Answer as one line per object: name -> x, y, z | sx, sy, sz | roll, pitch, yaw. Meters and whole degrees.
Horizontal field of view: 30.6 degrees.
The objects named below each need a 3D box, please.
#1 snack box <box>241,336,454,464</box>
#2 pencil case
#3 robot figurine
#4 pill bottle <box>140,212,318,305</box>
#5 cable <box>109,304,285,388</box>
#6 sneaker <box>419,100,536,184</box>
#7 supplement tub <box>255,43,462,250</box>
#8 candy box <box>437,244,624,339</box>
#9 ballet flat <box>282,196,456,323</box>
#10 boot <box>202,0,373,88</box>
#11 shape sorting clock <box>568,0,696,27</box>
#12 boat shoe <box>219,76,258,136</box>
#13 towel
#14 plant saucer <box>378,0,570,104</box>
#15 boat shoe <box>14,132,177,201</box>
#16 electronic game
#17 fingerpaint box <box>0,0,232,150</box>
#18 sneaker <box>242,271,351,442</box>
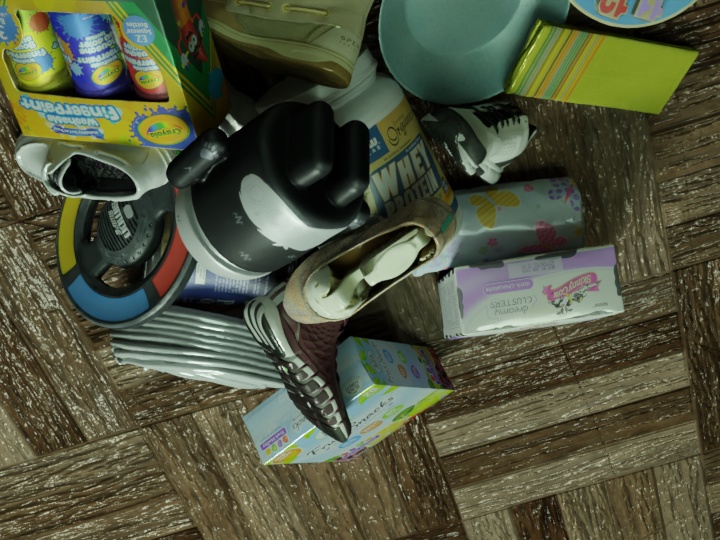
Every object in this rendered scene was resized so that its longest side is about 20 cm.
snack box -> -0.011, 0.151, 1.493 | 0.168, 0.068, 0.199 | -38, 156, 21
pencil case -> 0.140, -0.046, 1.402 | 0.198, 0.084, 0.091 | -9, 146, -1
robot figurine -> -0.077, -0.072, 1.155 | 0.199, 0.125, 0.151 | -29, 100, 41
pill bottle -> -0.126, -0.020, 1.364 | 0.198, 0.112, 0.113 | 4, 129, -11
cable -> -0.167, 0.081, 1.398 | 0.198, 0.070, 0.200 | 12, 172, -6
sneaker -> 0.118, -0.139, 1.286 | 0.080, 0.074, 0.200 | -42, 169, 13
supplement tub -> -0.002, -0.100, 1.270 | 0.144, 0.145, 0.201 | -25, 109, 12
candy box -> 0.175, 0.026, 1.397 | 0.166, 0.200, 0.072 | -8, 86, -2
ballet flat -> 0.000, 0.000, 1.197 | 0.199, 0.067, 0.068 | -36, 108, 26
boot -> -0.064, -0.261, 1.191 | 0.073, 0.199, 0.157 | 31, 82, -57
shape sorting clock -> 0.260, -0.321, 1.199 | 0.198, 0.039, 0.202 | -7, 119, -13
boat shoe -> -0.154, -0.168, 1.266 | 0.060, 0.074, 0.200 | -27, 130, 21
towel -> 0.239, -0.200, 1.305 | 0.198, 0.018, 0.086 | 3, 136, -29
plant saucer -> 0.103, -0.253, 1.237 | 0.199, 0.039, 0.203 | -13, 129, -16
boat shoe -> -0.265, -0.098, 1.250 | 0.198, 0.069, 0.073 | 13, 129, 29
electronic game -> -0.226, -0.043, 1.282 | 0.200, 0.201, 0.041 | -39, 150, 23
fingerpaint box -> -0.233, -0.198, 1.172 | 0.198, 0.074, 0.168 | 8, 135, 22
sneaker -> -0.029, 0.077, 1.332 | 0.115, 0.075, 0.201 | -43, 130, -20
